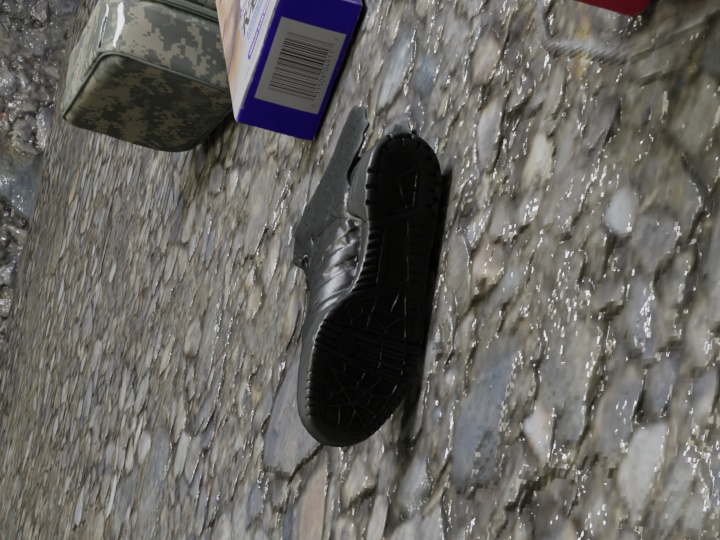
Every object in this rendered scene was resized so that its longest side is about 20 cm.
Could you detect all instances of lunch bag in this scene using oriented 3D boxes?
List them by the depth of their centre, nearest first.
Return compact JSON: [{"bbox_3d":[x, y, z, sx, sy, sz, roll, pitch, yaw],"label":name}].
[{"bbox_3d":[-0.170,-0.216,1.340,0.200,0.138,0.170,148,132,-64],"label":"lunch bag"}]

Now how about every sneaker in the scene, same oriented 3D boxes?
[{"bbox_3d":[-0.003,-0.001,0.823,0.104,0.059,0.202,158,128,-67],"label":"sneaker"}]

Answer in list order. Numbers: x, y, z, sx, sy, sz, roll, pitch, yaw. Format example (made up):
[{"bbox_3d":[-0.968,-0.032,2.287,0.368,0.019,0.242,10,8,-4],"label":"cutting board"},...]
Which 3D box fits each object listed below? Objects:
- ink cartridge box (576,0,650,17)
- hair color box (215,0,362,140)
[{"bbox_3d":[0.034,-0.200,0.619,0.086,0.198,0.149,121,154,-43],"label":"ink cartridge box"},{"bbox_3d":[-0.057,-0.193,1.107,0.201,0.064,0.110,-103,31,-57],"label":"hair color box"}]
